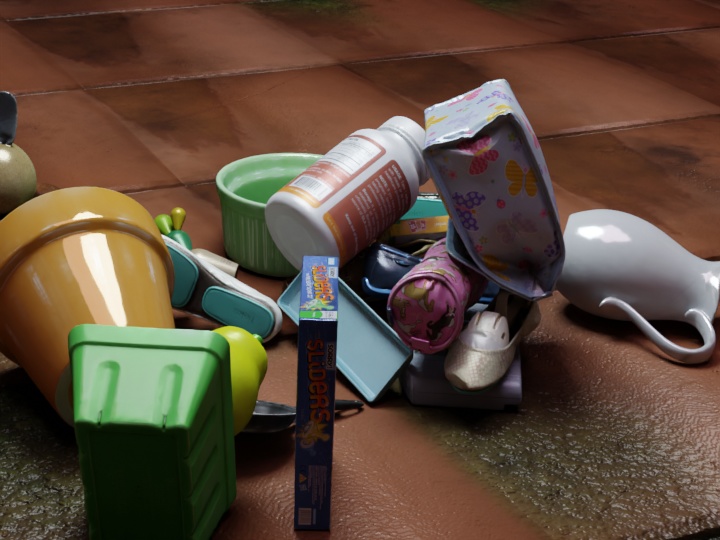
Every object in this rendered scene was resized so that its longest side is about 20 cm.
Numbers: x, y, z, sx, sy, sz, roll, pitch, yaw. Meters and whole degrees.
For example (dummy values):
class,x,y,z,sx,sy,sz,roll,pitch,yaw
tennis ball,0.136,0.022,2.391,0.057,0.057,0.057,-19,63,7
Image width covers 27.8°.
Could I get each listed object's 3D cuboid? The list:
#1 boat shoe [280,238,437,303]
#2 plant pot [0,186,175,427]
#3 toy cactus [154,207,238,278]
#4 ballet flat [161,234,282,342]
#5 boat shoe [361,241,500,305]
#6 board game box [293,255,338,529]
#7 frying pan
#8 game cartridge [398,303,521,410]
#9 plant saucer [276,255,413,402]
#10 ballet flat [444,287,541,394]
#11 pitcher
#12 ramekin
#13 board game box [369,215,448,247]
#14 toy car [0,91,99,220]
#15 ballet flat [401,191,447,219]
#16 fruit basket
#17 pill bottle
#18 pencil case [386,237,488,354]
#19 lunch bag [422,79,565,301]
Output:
class,x,y,z,sx,sy,sz,roll,pitch,yaw
boat shoe,0.000,0.000,1.696,0.198,0.069,0.072,-8,26,-21
plant pot,-0.262,0.052,1.423,0.198,0.202,0.184,-9,41,-24
toy cactus,-0.224,-0.020,1.712,0.163,0.103,0.200,13,15,0
ballet flat,-0.174,0.019,1.610,0.199,0.070,0.069,28,27,6
boat shoe,0.102,0.002,1.654,0.198,0.070,0.084,7,-9,-22
board game box,-0.039,0.106,1.282,0.034,0.202,0.136,2,24,-2
frying pan,-0.094,0.137,1.417,0.114,0.031,0.189,7,1,33
game cartridge,0.104,0.086,1.554,0.131,0.041,0.200,0,23,4
plant saucer,-0.016,0.061,1.538,0.019,0.070,0.200,36,5,-47
ballet flat,0.136,0.059,1.496,0.067,0.063,0.200,11,25,19
pitcher,0.315,0.019,1.646,0.198,0.122,0.172,18,41,8
ramekin,-0.081,-0.068,1.808,0.197,0.099,0.200,2,23,-1
board game box,0.100,-0.037,1.770,0.198,0.096,0.030,-3,65,-16
toy car,-0.407,-0.101,1.666,0.163,0.202,0.158,-16,19,17
ballet flat,0.134,-0.075,1.892,0.198,0.069,0.068,13,16,22
fruit basket,-0.162,0.119,1.236,0.154,0.218,0.216,3,23,2
pill bottle,-0.005,-0.089,1.663,0.112,0.113,0.200,23,51,40
pencil case,0.084,0.022,1.515,0.086,0.083,0.200,-30,5,19
lunch bag,0.141,-0.075,1.510,0.126,0.201,0.170,-23,18,10
